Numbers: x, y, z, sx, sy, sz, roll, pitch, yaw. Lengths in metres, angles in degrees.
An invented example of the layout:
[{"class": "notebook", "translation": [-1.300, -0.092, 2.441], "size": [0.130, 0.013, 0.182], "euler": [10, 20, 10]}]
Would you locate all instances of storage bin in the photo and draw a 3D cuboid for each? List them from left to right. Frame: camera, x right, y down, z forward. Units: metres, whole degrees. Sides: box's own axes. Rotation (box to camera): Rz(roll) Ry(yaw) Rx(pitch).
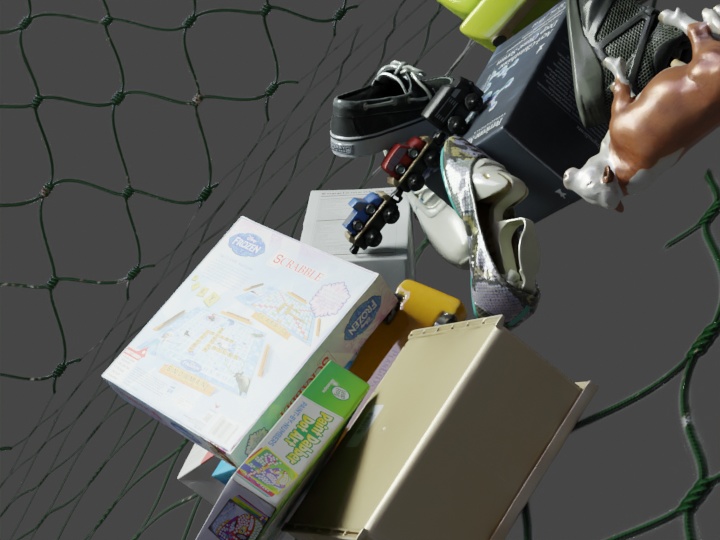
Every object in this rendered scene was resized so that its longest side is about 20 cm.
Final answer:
[{"class": "storage bin", "translation": [0.050, 0.146, 1.222], "size": [0.200, 0.094, 0.199], "euler": [-56, 13, -17]}]

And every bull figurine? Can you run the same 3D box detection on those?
[{"class": "bull figurine", "translation": [0.249, -0.136, 1.331], "size": [0.200, 0.065, 0.122], "euler": [-34, 54, 31]}]

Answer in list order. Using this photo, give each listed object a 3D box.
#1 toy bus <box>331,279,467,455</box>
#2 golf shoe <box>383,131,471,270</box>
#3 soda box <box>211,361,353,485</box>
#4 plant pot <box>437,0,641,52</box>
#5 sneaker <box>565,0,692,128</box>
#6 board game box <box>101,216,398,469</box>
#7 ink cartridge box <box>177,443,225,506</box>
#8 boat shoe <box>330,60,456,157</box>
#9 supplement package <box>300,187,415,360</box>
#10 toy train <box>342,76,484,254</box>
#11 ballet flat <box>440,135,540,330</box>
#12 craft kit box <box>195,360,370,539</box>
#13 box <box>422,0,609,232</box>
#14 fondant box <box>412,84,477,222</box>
[{"class": "toy bus", "translation": [0.023, 0.111, 1.377], "size": [0.065, 0.078, 0.200], "euler": [21, 70, 29]}, {"class": "golf shoe", "translation": [0.064, -0.085, 1.630], "size": [0.078, 0.097, 0.200], "euler": [-44, 50, 22]}, {"class": "soda box", "translation": [-0.069, 0.147, 1.672], "size": [0.200, 0.064, 0.068], "euler": [-59, 15, -27]}, {"class": "plant pot", "translation": [0.187, -0.329, 1.743], "size": [0.200, 0.199, 0.182], "euler": [-47, 49, 21]}, {"class": "sneaker", "translation": [0.244, -0.234, 1.470], "size": [0.076, 0.114, 0.200], "euler": [53, -150, -72]}, {"class": "board game box", "translation": [-0.099, 0.060, 1.399], "size": [0.200, 0.041, 0.200], "euler": [24, 68, 46]}, {"class": "ink cartridge box", "translation": [-0.114, 0.156, 1.789], "size": [0.116, 0.067, 0.200], "euler": [-37, 21, 46]}, {"class": "boat shoe", "translation": [0.039, -0.171, 1.587], "size": [0.074, 0.068, 0.199], "euler": [16, 30, 40]}, {"class": "supplement package", "translation": [0.000, 0.000, 1.645], "size": [0.200, 0.114, 0.110], "euler": [-82, -11, -66]}, {"class": "toy train", "translation": [0.045, -0.101, 1.533], "size": [0.200, 0.046, 0.034], "euler": [-53, 15, 2]}, {"class": "ballet flat", "translation": [0.123, -0.043, 1.413], "size": [0.072, 0.072, 0.201], "euler": [-39, 51, 43]}, {"class": "craft kit box", "translation": [-0.081, 0.191, 1.241], "size": [0.198, 0.048, 0.200], "euler": [-58, -5, 29]}, {"class": "box", "translation": [0.173, -0.148, 1.560], "size": [0.148, 0.107, 0.200], "euler": [-31, 25, 55]}, {"class": "fondant box", "translation": [0.120, -0.123, 1.773], "size": [0.144, 0.058, 0.200], "euler": [-49, 13, 13]}]
